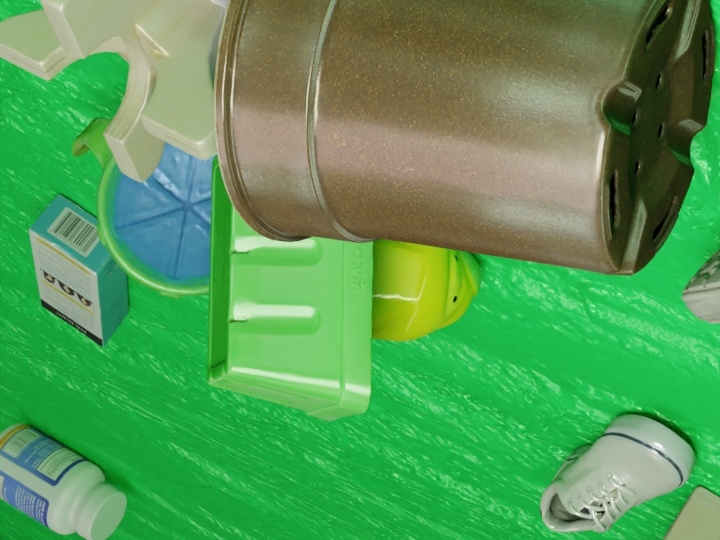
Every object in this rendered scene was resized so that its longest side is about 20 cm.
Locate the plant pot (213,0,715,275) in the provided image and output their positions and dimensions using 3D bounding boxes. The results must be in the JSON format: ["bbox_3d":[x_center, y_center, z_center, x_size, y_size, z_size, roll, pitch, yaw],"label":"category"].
[{"bbox_3d":[0.062,-0.091,0.881,0.198,0.200,0.200,14,151,25],"label":"plant pot"}]

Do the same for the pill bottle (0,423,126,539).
[{"bbox_3d":[-0.440,0.311,2.505,0.200,0.112,0.112,27,156,22],"label":"pill bottle"}]

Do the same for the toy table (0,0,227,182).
[{"bbox_3d":[-0.136,-0.152,1.125,0.200,0.117,0.184,21,154,35],"label":"toy table"}]

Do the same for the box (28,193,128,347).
[{"bbox_3d":[-0.278,0.003,1.730,0.082,0.049,0.200,33,158,7],"label":"box"}]

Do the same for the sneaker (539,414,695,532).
[{"bbox_3d":[0.196,0.167,1.341,0.073,0.071,0.200,35,158,1],"label":"sneaker"}]

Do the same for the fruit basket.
[{"bbox_3d":[0.000,0.000,1.174,0.216,0.216,0.155,38,165,-6],"label":"fruit basket"}]

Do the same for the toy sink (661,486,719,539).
[{"bbox_3d":[0.244,0.289,1.346,0.112,0.200,0.130,30,158,12],"label":"toy sink"}]

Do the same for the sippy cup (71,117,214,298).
[{"bbox_3d":[-0.139,-0.042,1.350,0.130,0.139,0.178,147,109,-78],"label":"sippy cup"}]

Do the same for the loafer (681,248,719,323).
[{"bbox_3d":[0.250,0.005,0.939,0.070,0.070,0.200,49,155,-11],"label":"loafer"}]
